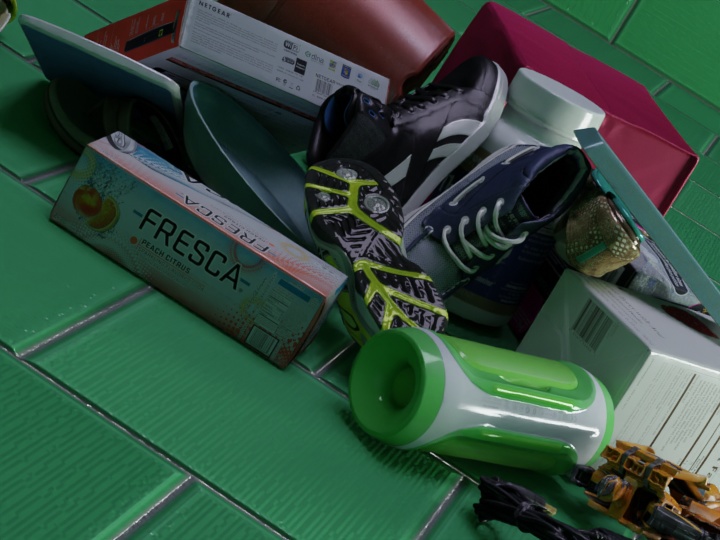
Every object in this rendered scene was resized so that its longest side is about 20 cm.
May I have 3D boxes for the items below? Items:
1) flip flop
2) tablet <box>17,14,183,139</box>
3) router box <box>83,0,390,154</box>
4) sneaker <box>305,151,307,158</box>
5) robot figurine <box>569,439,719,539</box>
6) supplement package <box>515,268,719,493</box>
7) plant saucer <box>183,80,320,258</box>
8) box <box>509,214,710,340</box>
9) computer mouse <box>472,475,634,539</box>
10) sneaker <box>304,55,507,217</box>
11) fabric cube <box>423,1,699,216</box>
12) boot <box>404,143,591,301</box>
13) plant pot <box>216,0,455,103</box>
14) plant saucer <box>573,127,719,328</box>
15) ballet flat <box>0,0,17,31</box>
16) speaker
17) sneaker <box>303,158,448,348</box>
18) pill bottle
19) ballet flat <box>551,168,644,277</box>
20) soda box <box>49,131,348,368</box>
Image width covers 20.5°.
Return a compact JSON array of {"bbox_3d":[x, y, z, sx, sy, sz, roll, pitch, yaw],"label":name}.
[{"bbox_3d":[-0.168,-0.096,1.521,0.081,0.058,0.200,12,23,-48],"label":"flip flop"},{"bbox_3d":[-0.196,-0.149,1.548,0.130,0.014,0.200,24,-8,0],"label":"tablet"},{"bbox_3d":[-0.108,-0.156,1.647,0.200,0.049,0.179,20,-17,-33],"label":"router box"},{"bbox_3d":[0.019,-0.080,1.779,0.091,0.078,0.200,27,18,-24],"label":"sneaker"},{"bbox_3d":[0.242,0.176,1.404,0.200,0.058,0.145,28,-1,-33],"label":"robot figurine"},{"bbox_3d":[0.228,0.097,1.543,0.200,0.120,0.121,17,20,-39],"label":"supplement package"},{"bbox_3d":[-0.076,-0.061,1.546,0.200,0.036,0.200,47,12,-13],"label":"plant saucer"},{"bbox_3d":[0.212,0.022,1.707,0.115,0.132,0.200,21,20,-27],"label":"box"},{"bbox_3d":[0.161,0.193,1.307,0.200,0.046,0.140,24,1,-33],"label":"computer mouse"},{"bbox_3d":[0.035,-0.125,1.589,0.073,0.200,0.112,9,-36,50],"label":"sneaker"},{"bbox_3d":[0.165,-0.103,1.877,0.200,0.196,0.199,26,19,-17],"label":"fabric cube"},{"bbox_3d":[0.087,-0.032,1.531,0.073,0.200,0.090,51,-21,-16],"label":"boot"},{"bbox_3d":[-0.023,-0.239,1.975,0.195,0.201,0.201,39,17,2],"label":"plant pot"},{"bbox_3d":[0.232,-0.029,1.539,0.200,0.019,0.070,50,9,-11],"label":"plant saucer"},{"bbox_3d":[-0.321,-0.211,1.595,0.067,0.067,0.200,51,14,-5],"label":"ballet flat"},{"bbox_3d":[0.087,0.092,1.380,0.200,0.089,0.088,14,23,-43],"label":"speaker"},{"bbox_3d":[0.000,0.000,1.457,0.075,0.077,0.200,-5,49,-19],"label":"sneaker"},{"bbox_3d":[0.122,-0.063,1.671,0.111,0.200,0.111,26,14,-7],"label":"pill bottle"},{"bbox_3d":[0.180,-0.037,1.569,0.071,0.065,0.200,56,9,-3],"label":"ballet flat"},{"bbox_3d":[-0.111,-0.016,1.387,0.200,0.064,0.068,33,17,5],"label":"soda box"}]
